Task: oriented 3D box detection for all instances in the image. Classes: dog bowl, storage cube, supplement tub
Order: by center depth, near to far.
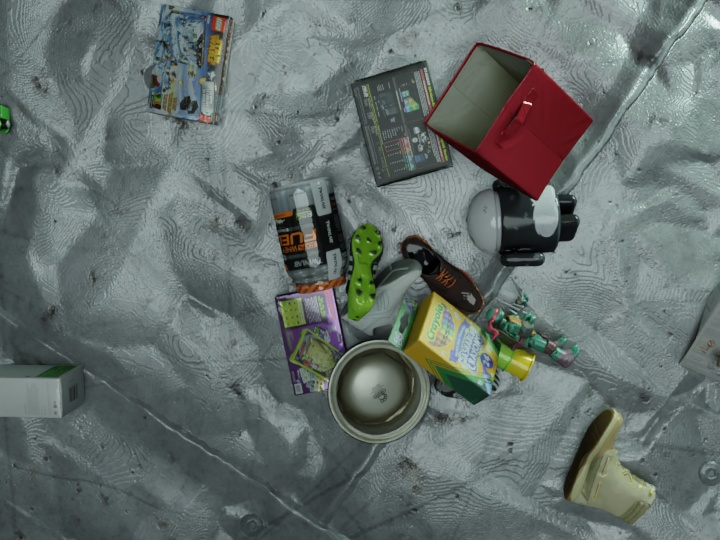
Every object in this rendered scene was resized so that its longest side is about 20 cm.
[{"bbox_3d":[0.252,-0.258,1.277,0.179,0.200,0.172,29,99,-34],"label":"storage cube"},{"bbox_3d":[-0.093,-0.065,1.384,0.121,0.123,0.203,-12,96,6],"label":"supplement tub"},{"bbox_3d":[0.031,0.224,1.421,0.197,0.074,0.203,-1,96,-8],"label":"dog bowl"}]

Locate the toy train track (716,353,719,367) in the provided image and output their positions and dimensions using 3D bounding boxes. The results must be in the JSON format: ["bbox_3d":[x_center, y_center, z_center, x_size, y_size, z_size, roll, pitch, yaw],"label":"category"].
[{"bbox_3d":[0.759,0.172,1.372,0.197,0.033,0.116,6,106,2],"label":"toy train track"}]

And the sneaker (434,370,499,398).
[{"bbox_3d":[0.158,0.183,1.404,0.199,0.075,0.115,40,133,-7],"label":"sneaker"}]

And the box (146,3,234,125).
[{"bbox_3d":[-0.322,-0.388,1.401,0.135,0.040,0.203,11,98,4],"label":"box"}]

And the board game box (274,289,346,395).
[{"bbox_3d":[-0.091,0.138,1.457,0.118,0.032,0.203,-9,97,10],"label":"board game box"}]

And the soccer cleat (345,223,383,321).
[{"bbox_3d":[0.000,0.000,1.378,0.067,0.202,0.081,18,140,-14],"label":"soccer cleat"}]

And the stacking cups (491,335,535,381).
[{"bbox_3d":[0.234,0.143,1.425,0.198,0.060,0.061,26,99,6],"label":"stacking cups"}]

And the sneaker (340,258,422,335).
[{"bbox_3d":[0.053,0.050,1.404,0.080,0.071,0.200,41,124,-15],"label":"sneaker"}]

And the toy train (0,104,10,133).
[{"bbox_3d":[-0.781,-0.293,1.448,0.197,0.042,0.057,-3,87,5],"label":"toy train"}]

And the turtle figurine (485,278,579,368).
[{"bbox_3d":[0.303,0.102,1.369,0.199,0.150,0.101,34,111,-11],"label":"turtle figurine"}]

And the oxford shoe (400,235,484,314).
[{"bbox_3d":[0.153,0.015,1.400,0.199,0.073,0.071,39,98,-1],"label":"oxford shoe"}]

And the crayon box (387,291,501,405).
[{"bbox_3d":[0.154,0.129,1.317,0.199,0.126,0.052,36,134,-11],"label":"crayon box"}]

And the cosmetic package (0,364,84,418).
[{"bbox_3d":[-0.667,0.240,1.473,0.197,0.108,0.086,1,97,3],"label":"cosmetic package"}]

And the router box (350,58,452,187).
[{"bbox_3d":[0.077,-0.271,1.375,0.148,0.062,0.203,-14,96,7],"label":"router box"}]

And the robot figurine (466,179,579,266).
[{"bbox_3d":[0.294,-0.091,1.353,0.197,0.151,0.127,-3,114,4],"label":"robot figurine"}]

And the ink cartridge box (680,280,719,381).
[{"bbox_3d":[0.719,0.117,1.396,0.159,0.050,0.202,22,116,1],"label":"ink cartridge box"}]

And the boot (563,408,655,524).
[{"bbox_3d":[0.498,0.378,1.421,0.154,0.073,0.202,22,100,2],"label":"boot"}]
